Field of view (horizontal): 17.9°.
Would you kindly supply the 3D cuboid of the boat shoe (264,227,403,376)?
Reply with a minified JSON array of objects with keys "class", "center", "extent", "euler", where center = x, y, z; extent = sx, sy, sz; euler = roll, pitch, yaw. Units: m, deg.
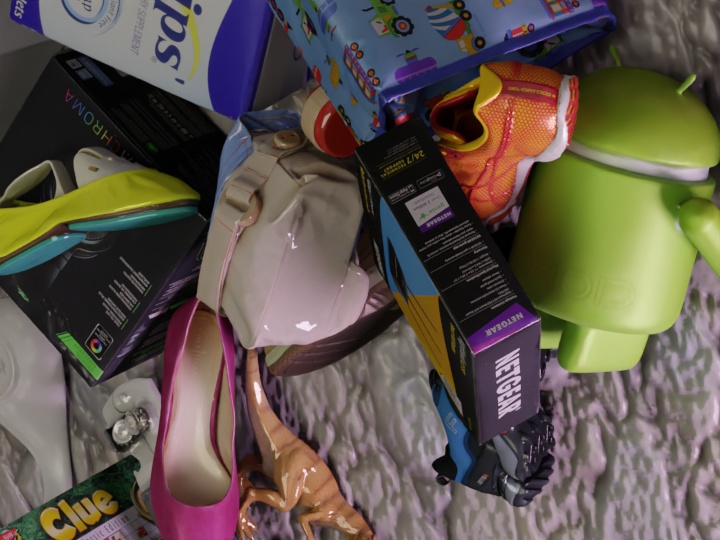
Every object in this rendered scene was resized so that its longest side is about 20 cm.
[{"class":"boat shoe","center":[0.000,0.000,1.610],"extent":[0.200,0.072,0.076],"euler":[-37,71,27]}]

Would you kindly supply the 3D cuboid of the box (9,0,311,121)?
[{"class":"box","center":[-0.121,-0.231,1.566],"extent":[0.199,0.105,0.185],"euler":[24,119,16]}]

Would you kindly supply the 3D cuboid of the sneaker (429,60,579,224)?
[{"class":"sneaker","center":[0.076,-0.084,1.406],"extent":[0.077,0.073,0.200],"euler":[13,159,-7]}]

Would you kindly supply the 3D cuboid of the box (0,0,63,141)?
[{"class":"box","center":[-0.332,-0.136,1.751],"extent":[0.124,0.097,0.200],"euler":[43,124,14]}]

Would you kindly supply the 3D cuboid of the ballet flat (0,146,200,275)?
[{"class":"ballet flat","center":[-0.198,-0.050,1.602],"extent":[0.199,0.067,0.067],"euler":[-16,82,37]}]

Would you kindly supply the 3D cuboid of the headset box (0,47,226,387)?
[{"class":"headset box","center":[-0.190,-0.040,1.695],"extent":[0.174,0.093,0.200],"euler":[47,125,12]}]

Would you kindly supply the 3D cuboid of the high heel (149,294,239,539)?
[{"class":"high heel","center":[-0.115,0.119,1.655],"extent":[0.067,0.201,0.096],"euler":[6,158,-5]}]

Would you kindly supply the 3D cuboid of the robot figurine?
[{"class":"robot figurine","center":[0.160,-0.038,1.447],"extent":[0.175,0.115,0.201],"euler":[28,110,45]}]

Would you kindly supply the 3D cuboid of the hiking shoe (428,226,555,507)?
[{"class":"hiking shoe","center":[0.083,0.066,1.562],"extent":[0.086,0.074,0.201],"euler":[8,110,25]}]

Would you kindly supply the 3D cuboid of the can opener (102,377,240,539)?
[{"class":"can opener","center":[-0.132,0.168,1.726],"extent":[0.053,0.066,0.201],"euler":[-37,70,21]}]

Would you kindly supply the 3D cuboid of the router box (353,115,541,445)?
[{"class":"router box","center":[0.056,0.010,1.419],"extent":[0.051,0.200,0.150],"euler":[-28,71,-6]}]

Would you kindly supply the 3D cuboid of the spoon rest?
[{"class":"spoon rest","center":[-0.270,0.121,1.831],"extent":[0.099,0.060,0.201],"euler":[-12,86,34]}]

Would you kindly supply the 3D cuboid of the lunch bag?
[{"class":"lunch bag","center":[0.057,-0.185,1.440],"extent":[0.151,0.199,0.094],"euler":[58,164,18]}]

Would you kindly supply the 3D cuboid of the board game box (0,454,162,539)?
[{"class":"board game box","center":[-0.195,0.210,1.714],"extent":[0.105,0.200,0.023],"euler":[47,125,10]}]

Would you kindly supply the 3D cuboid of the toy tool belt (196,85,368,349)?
[{"class":"toy tool belt","center":[-0.054,-0.055,1.543],"extent":[0.123,0.124,0.201],"euler":[48,131,46]}]

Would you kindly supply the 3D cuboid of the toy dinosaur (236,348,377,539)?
[{"class":"toy dinosaur","center":[-0.056,0.144,1.701],"extent":[0.106,0.060,0.200],"euler":[-32,97,23]}]
